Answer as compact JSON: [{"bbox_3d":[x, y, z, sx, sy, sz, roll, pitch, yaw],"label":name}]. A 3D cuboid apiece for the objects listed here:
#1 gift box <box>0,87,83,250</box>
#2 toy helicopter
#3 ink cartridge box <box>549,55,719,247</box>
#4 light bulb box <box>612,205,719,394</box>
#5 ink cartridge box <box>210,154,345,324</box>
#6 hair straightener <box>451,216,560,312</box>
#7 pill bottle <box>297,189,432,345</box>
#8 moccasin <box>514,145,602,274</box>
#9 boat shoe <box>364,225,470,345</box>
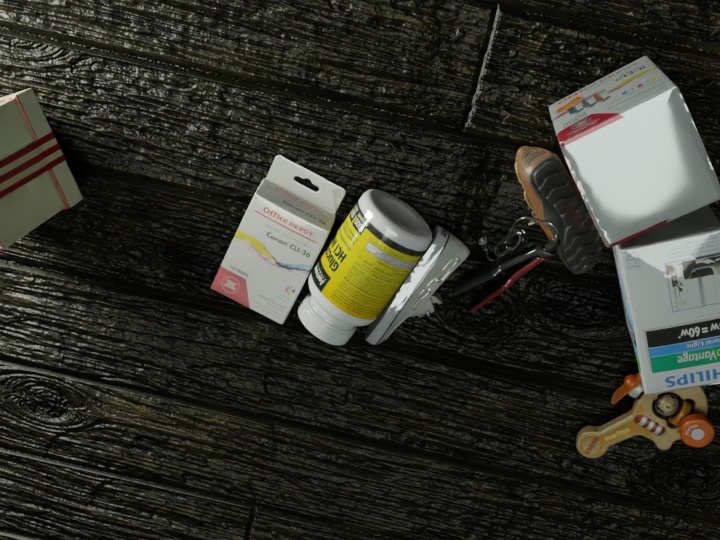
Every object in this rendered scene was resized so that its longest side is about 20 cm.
[{"bbox_3d":[-0.508,-0.132,1.282,0.198,0.187,0.186,-2,117,29],"label":"gift box"},{"bbox_3d":[0.393,0.206,1.383,0.199,0.079,0.133,-30,106,21],"label":"toy helicopter"},{"bbox_3d":[0.324,-0.148,1.170,0.144,0.200,0.146,-26,106,15],"label":"ink cartridge box"},{"bbox_3d":[0.394,0.016,1.233,0.123,0.199,0.202,-11,111,13],"label":"light bulb box"},{"bbox_3d":[-0.112,-0.042,1.334,0.115,0.068,0.201,26,114,-5],"label":"ink cartridge box"},{"bbox_3d":[0.187,-0.014,1.291,0.077,0.041,0.200,42,138,-10],"label":"hair straightener"},{"bbox_3d":[0.000,0.000,1.316,0.112,0.113,0.201,32,112,-8],"label":"pill bottle"},{"bbox_3d":[0.258,-0.078,1.277,0.073,0.078,0.202,-39,120,4],"label":"moccasin"},{"bbox_3d":[0.081,0.034,1.348,0.069,0.071,0.201,31,109,-11],"label":"boat shoe"}]
